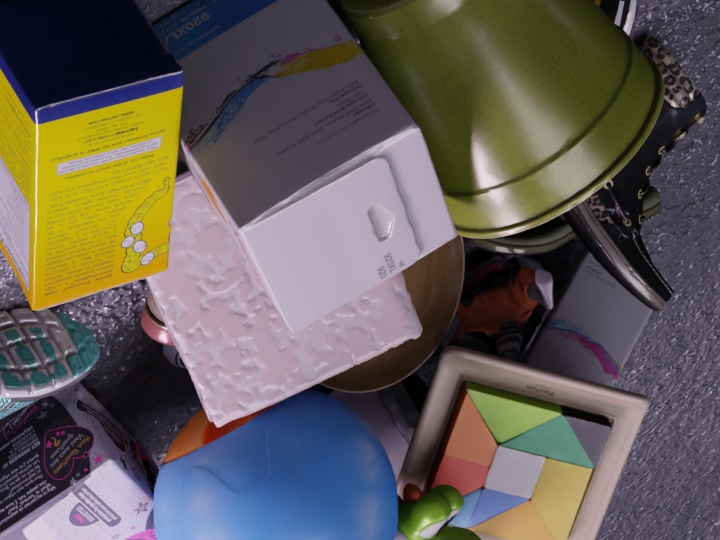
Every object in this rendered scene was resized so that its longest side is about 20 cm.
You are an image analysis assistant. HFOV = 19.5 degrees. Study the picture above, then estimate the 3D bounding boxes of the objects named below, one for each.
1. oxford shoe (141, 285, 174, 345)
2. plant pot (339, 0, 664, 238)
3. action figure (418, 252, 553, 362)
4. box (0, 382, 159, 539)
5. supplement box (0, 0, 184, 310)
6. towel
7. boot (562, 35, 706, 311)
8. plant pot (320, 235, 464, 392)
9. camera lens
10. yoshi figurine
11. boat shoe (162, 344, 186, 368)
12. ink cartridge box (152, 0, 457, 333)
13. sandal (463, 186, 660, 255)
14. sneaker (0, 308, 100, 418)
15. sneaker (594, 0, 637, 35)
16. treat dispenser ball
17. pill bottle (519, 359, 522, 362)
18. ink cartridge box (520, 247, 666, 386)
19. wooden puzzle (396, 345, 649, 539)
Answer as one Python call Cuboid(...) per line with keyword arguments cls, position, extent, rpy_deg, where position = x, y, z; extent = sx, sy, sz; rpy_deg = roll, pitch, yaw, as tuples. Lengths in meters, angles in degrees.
Cuboid(cls="oxford shoe", position=(-0.080, 0.008, 1.715), extent=(0.200, 0.070, 0.075), rpy_deg=(-15, 136, -29))
Cuboid(cls="plant pot", position=(0.088, -0.162, 1.532), extent=(0.200, 0.200, 0.193), rpy_deg=(-37, 119, 4))
Cuboid(cls="action figure", position=(0.102, 0.053, 1.876), extent=(0.200, 0.105, 0.193), rpy_deg=(-33, 173, 6))
Cuboid(cls="box", position=(-0.240, 0.194, 1.767), extent=(0.132, 0.115, 0.200), rpy_deg=(-34, 147, 0))
Cuboid(cls="supplement box", position=(-0.197, -0.087, 1.462), extent=(0.109, 0.109, 0.200), rpy_deg=(-17, 143, -24))
Cuboid(cls="towel", position=(-0.069, -0.002, 1.644), extent=(0.191, 0.032, 0.200), rpy_deg=(-25, 105, -11))
Cuboid(cls="boot", position=(0.244, -0.083, 1.793), extent=(0.154, 0.204, 0.073), rpy_deg=(-38, -172, -3))
Cuboid(cls="plant pot", position=(0.000, 0.000, 1.729), extent=(0.200, 0.027, 0.200), rpy_deg=(-6, 101, -34))
Cuboid(cls="camera lens", position=(-0.004, 0.192, 1.919), extent=(0.200, 0.160, 0.160), rpy_deg=(-33, 146, 2))
Cuboid(cls="yoshi figurine", position=(0.042, 0.268, 1.790), extent=(0.112, 0.113, 0.200), rpy_deg=(23, 131, -14))
Cuboid(cls="boat shoe", position=(-0.067, 0.055, 1.782), extent=(0.199, 0.068, 0.074), rpy_deg=(-11, 140, -30))
Cuboid(cls="ink cartridge box", position=(-0.049, -0.092, 1.498), extent=(0.145, 0.200, 0.147), rpy_deg=(-31, 146, -4))
Cuboid(cls="sandal", position=(0.171, -0.057, 1.857), extent=(0.201, 0.080, 0.057), rpy_deg=(-15, 108, -22))
Cuboid(cls="sneaker", position=(-0.302, 0.092, 1.645), extent=(0.200, 0.078, 0.091), rpy_deg=(-18, 159, -17))
Cuboid(cls="sneaker", position=(0.144, -0.172, 1.680), extent=(0.090, 0.070, 0.200), rpy_deg=(-3, 137, -41))
Cuboid(cls="treat dispenser ball", position=(-0.069, 0.192, 1.712), extent=(0.201, 0.201, 0.201), rpy_deg=(-22, 144, -17))
Cuboid(cls="pill bottle", position=(0.113, 0.175, 2.042), extent=(0.200, 0.114, 0.114), rpy_deg=(-37, 146, 3))
Cuboid(cls="ink cartridge box", position=(0.191, 0.090, 1.921), extent=(0.200, 0.085, 0.145), rpy_deg=(-61, 175, -21))
Cuboid(cls="wooden puzzle", position=(0.132, 0.170, 1.803), extent=(0.185, 0.037, 0.200), rpy_deg=(15, 117, -8))
